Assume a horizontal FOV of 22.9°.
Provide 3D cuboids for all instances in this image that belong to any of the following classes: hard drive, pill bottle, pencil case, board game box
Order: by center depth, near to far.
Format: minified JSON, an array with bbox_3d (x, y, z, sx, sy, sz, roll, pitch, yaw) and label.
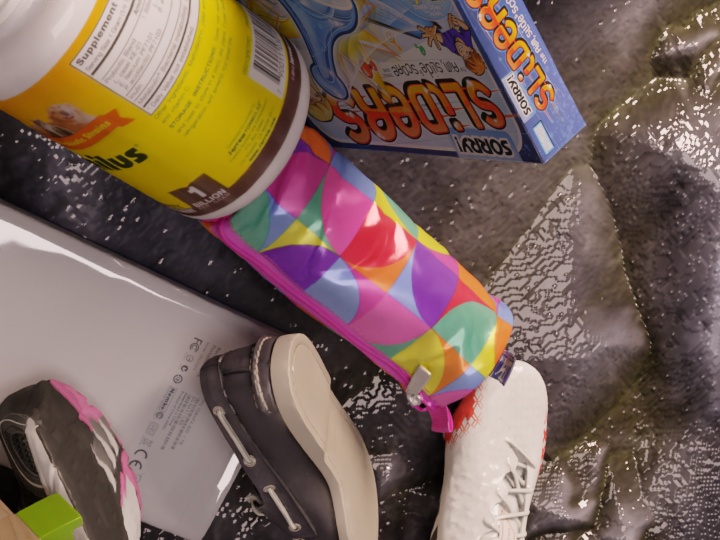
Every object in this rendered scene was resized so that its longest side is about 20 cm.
[{"bbox_3d":[-0.126,-0.112,0.880,0.199,0.109,0.110,31,95,-40],"label":"pill bottle"},{"bbox_3d":[0.012,-0.122,0.899,0.034,0.199,0.136,-42,115,-23],"label":"board game box"},{"bbox_3d":[-0.147,0.058,0.995,0.199,0.025,0.133,26,97,-24],"label":"hard drive"},{"bbox_3d":[0.000,0.000,0.995,0.200,0.088,0.089,41,91,-22],"label":"pencil case"}]

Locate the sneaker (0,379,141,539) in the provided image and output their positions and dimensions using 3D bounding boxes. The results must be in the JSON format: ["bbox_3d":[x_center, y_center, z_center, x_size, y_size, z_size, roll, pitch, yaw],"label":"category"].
[{"bbox_3d":[-0.161,0.162,0.972,0.086,0.080,0.202,-16,105,15],"label":"sneaker"}]

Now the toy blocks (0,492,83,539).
[{"bbox_3d":[-0.189,0.187,0.914,0.099,0.200,0.138,-25,129,-30],"label":"toy blocks"}]

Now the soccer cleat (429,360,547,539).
[{"bbox_3d":[0.074,0.154,1.066,0.068,0.085,0.202,17,97,-23],"label":"soccer cleat"}]

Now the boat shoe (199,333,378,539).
[{"bbox_3d":[-0.037,0.113,1.024,0.062,0.073,0.201,-7,134,15],"label":"boat shoe"}]
